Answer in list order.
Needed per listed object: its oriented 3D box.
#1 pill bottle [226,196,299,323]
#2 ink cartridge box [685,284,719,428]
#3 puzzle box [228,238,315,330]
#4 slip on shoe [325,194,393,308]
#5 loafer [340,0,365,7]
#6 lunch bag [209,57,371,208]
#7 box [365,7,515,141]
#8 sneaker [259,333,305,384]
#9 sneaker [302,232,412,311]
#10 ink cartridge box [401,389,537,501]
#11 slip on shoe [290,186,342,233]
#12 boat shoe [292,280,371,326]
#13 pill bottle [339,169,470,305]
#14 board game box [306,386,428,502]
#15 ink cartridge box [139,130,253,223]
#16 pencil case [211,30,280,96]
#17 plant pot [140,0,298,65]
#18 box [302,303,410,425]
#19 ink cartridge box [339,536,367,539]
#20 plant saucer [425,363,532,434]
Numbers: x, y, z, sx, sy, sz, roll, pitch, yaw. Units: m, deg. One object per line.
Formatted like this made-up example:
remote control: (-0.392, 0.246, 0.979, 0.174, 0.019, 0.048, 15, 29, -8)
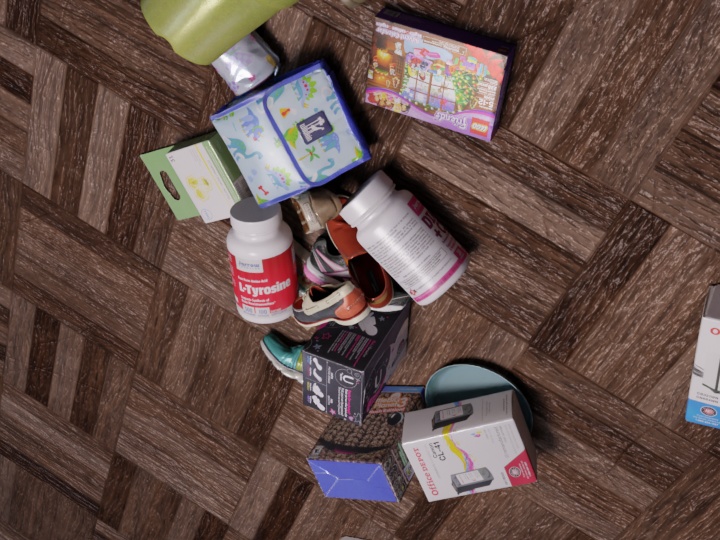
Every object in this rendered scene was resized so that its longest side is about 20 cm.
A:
pill bottle: (-0.166, -0.019, 1.642, 0.112, 0.112, 0.201, 12, 128, 22)
ink cartridge box: (0.555, 0.134, 1.390, 0.145, 0.084, 0.201, 12, 129, 23)
puzzle box: (-0.130, 0.006, 1.734, 0.200, 0.025, 0.133, 42, 133, -4)
slip on shoe: (-0.003, -0.034, 1.564, 0.074, 0.061, 0.201, -23, 82, 4)
loafer: (-0.033, -0.452, 1.301, 0.067, 0.076, 0.200, -14, 125, 36)
lunch bag: (-0.101, -0.212, 1.492, 0.199, 0.128, 0.170, -19, 111, 25)
box: (0.108, -0.276, 1.370, 0.199, 0.039, 0.137, 20, 132, 16)
sneaker: (-0.096, 0.169, 1.821, 0.199, 0.077, 0.080, 29, 103, 15)
sneaker: (0.000, 0.000, 1.622, 0.199, 0.080, 0.087, 20, 121, 9)
ink cartridge box: (0.188, 0.302, 1.661, 0.199, 0.086, 0.148, -16, 117, 16)
slip on shoe: (-0.071, -0.103, 1.541, 0.060, 0.200, 0.076, -25, 96, -5)
boat shoe: (-0.058, 0.050, 1.579, 0.063, 0.071, 0.200, 54, 153, -19)
pill bottle: (0.066, -0.053, 1.514, 0.200, 0.113, 0.113, 45, 133, -8)
board game box: (0.026, 0.309, 1.752, 0.159, 0.200, 0.097, -4, 122, 32)
ink cartridge box: (-0.293, -0.153, 1.695, 0.199, 0.048, 0.146, -11, 118, 33)
pencil case: (-0.207, -0.363, 1.461, 0.091, 0.083, 0.200, -35, 105, 4)
plant pot: (-0.193, -0.388, 1.321, 0.184, 0.200, 0.200, -39, 100, 26)
box: (-0.004, 0.138, 1.640, 0.114, 0.200, 0.133, 18, 131, 19)
ink cartridge box: (0.027, 0.690, 2.122, 0.144, 0.084, 0.201, 1, 123, 30)
plant saucer: (0.210, 0.237, 1.711, 0.199, 0.027, 0.201, 15, 130, 19)
